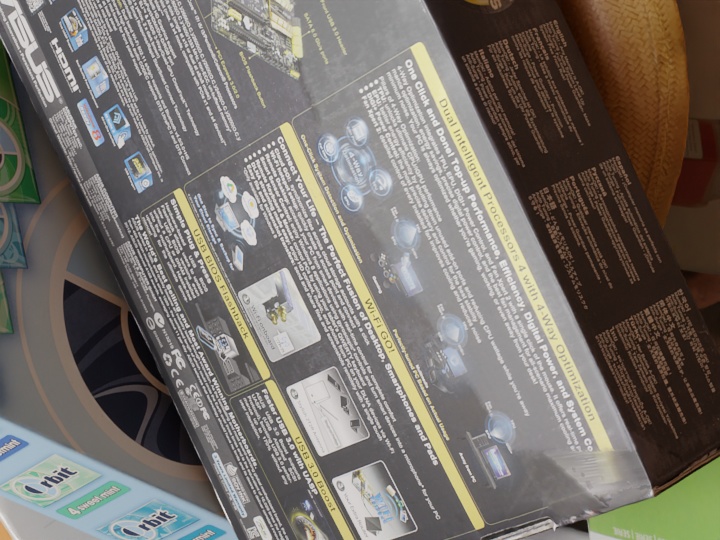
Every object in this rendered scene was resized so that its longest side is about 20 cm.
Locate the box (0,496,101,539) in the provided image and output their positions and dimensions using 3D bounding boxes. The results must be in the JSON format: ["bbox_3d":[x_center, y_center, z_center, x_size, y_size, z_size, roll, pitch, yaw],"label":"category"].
[{"bbox_3d":[-0.090,0.086,0.747,0.201,0.106,0.152,57,153,0],"label":"box"}]

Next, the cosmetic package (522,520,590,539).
[{"bbox_3d":[0.091,0.136,0.721,0.199,0.071,0.102,10,95,49],"label":"cosmetic package"}]

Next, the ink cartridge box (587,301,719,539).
[{"bbox_3d":[0.112,0.067,0.583,0.147,0.199,0.076,8,108,49],"label":"ink cartridge box"}]

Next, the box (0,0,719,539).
[{"bbox_3d":[-0.007,-0.021,0.561,0.161,0.049,0.201,-28,87,50],"label":"box"}]

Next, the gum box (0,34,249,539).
[{"bbox_3d":[-0.064,-0.003,0.654,0.044,0.199,0.171,-30,42,42],"label":"gum box"}]

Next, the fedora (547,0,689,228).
[{"bbox_3d":[0.024,-0.077,0.602,0.200,0.082,0.202,20,121,38],"label":"fedora"}]

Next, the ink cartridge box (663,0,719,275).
[{"bbox_3d":[0.113,-0.076,0.626,0.199,0.083,0.146,10,110,49],"label":"ink cartridge box"}]
